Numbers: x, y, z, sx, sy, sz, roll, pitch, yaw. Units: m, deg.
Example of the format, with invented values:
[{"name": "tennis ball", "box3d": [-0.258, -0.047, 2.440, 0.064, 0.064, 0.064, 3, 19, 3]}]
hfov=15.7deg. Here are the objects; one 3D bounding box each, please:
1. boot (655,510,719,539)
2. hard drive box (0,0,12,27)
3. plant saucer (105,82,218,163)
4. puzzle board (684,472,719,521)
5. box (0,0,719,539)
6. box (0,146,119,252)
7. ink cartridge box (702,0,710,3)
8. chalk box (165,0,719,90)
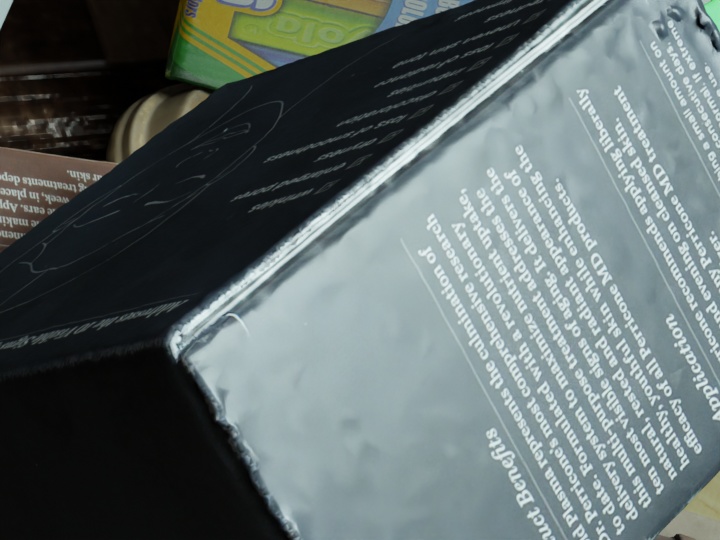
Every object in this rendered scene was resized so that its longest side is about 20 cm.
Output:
[{"name": "boot", "box3d": [0.104, 0.124, 0.758, 0.199, 0.071, 0.146, 24, 25, 6]}, {"name": "hard drive box", "box3d": [-0.199, -0.072, 0.779, 0.155, 0.077, 0.201, 11, 52, 9]}, {"name": "plant saucer", "box3d": [0.000, 0.000, 0.925, 0.200, 0.029, 0.200, 32, 27, -19]}, {"name": "puzzle board", "box3d": [0.108, 0.136, 0.915, 0.199, 0.017, 0.151, 21, 93, -40]}, {"name": "box", "box3d": [-0.014, 0.028, 0.697, 0.196, 0.200, 0.124, -38, 105, -36]}, {"name": "box", "box3d": [-0.118, 0.063, 0.819, 0.100, 0.075, 0.201, 8, 59, -35]}, {"name": "ink cartridge box", "box3d": [0.189, -0.089, 1.046, 0.200, 0.126, 0.128, 32, 10, 28]}, {"name": "chalk box", "box3d": [0.045, -0.126, 0.911, 0.199, 0.124, 0.125, 12, 54, -6]}]
